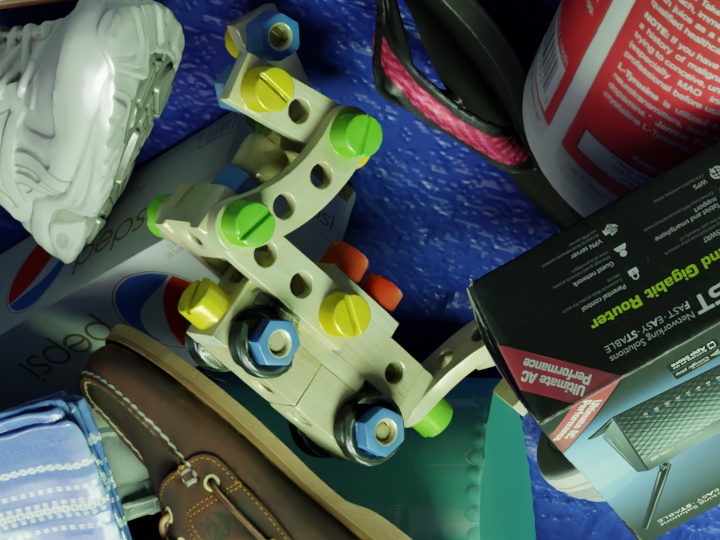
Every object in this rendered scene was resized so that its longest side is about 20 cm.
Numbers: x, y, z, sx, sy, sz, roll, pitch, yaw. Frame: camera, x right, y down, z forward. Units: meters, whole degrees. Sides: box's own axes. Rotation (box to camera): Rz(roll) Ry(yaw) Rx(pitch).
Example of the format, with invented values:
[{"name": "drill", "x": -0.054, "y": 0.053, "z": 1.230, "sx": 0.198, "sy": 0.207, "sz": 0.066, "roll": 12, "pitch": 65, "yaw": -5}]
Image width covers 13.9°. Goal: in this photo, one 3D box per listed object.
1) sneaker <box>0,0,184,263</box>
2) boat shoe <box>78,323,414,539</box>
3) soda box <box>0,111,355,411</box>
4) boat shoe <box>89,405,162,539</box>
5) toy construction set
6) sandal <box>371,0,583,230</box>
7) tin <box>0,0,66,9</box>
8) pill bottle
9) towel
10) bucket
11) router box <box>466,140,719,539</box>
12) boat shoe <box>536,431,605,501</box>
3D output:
[{"name": "sneaker", "x": -0.134, "y": -0.066, "z": 1.178, "sx": 0.099, "sy": 0.078, "sz": 0.200, "roll": 28, "pitch": 156, "yaw": -4}, {"name": "boat shoe", "x": -0.044, "y": 0.102, "z": 1.186, "sx": 0.200, "sy": 0.070, "sz": 0.070, "roll": 38, "pitch": 167, "yaw": 20}, {"name": "soda box", "x": -0.095, "y": 0.005, "z": 1.284, "sx": 0.068, "sy": 0.064, "sz": 0.200, "roll": 37, "pitch": 138, "yaw": -25}, {"name": "boat shoe", "x": -0.100, "y": 0.102, "z": 1.327, "sx": 0.070, "sy": 0.072, "sz": 0.201, "roll": -20, "pitch": 167, "yaw": 14}, {"name": "toy construction set", "x": 0.000, "y": 0.000, "z": 1.176, "sx": 0.200, "sy": 0.131, "sz": 0.092, "roll": 37, "pitch": 162, "yaw": -14}, {"name": "sandal", "x": 0.038, "y": -0.065, "z": 1.140, "sx": 0.045, "sy": 0.075, "sz": 0.200, "roll": -40, "pitch": 130, "yaw": -5}, {"name": "tin", "x": -0.127, "y": -0.151, "z": 1.130, "sx": 0.200, "sy": 0.042, "sz": 0.112, "roll": -5, "pitch": 141, "yaw": 25}, {"name": "pill bottle", "x": 0.136, "y": -0.103, "z": 1.029, "sx": 0.112, "sy": 0.112, "sz": 0.200, "roll": 20, "pitch": 142, "yaw": -3}, {"name": "towel", "x": -0.157, "y": 0.152, "z": 1.232, "sx": 0.145, "sy": 0.024, "sz": 0.200, "roll": -17, "pitch": 118, "yaw": -1}, {"name": "bucket", "x": 0.002, "y": 0.139, "z": 1.305, "sx": 0.135, "sy": 0.207, "sz": 0.207, "roll": -3, "pitch": 138, "yaw": 11}, {"name": "router box", "x": 0.153, "y": 0.007, "z": 1.045, "sx": 0.200, "sy": 0.062, "sz": 0.150, "roll": -30, "pitch": 153, "yaw": 8}, {"name": "boat shoe", "x": 0.167, "y": 0.051, "z": 1.160, "sx": 0.202, "sy": 0.074, "sz": 0.065, "roll": -24, "pitch": 117, "yaw": 14}]
